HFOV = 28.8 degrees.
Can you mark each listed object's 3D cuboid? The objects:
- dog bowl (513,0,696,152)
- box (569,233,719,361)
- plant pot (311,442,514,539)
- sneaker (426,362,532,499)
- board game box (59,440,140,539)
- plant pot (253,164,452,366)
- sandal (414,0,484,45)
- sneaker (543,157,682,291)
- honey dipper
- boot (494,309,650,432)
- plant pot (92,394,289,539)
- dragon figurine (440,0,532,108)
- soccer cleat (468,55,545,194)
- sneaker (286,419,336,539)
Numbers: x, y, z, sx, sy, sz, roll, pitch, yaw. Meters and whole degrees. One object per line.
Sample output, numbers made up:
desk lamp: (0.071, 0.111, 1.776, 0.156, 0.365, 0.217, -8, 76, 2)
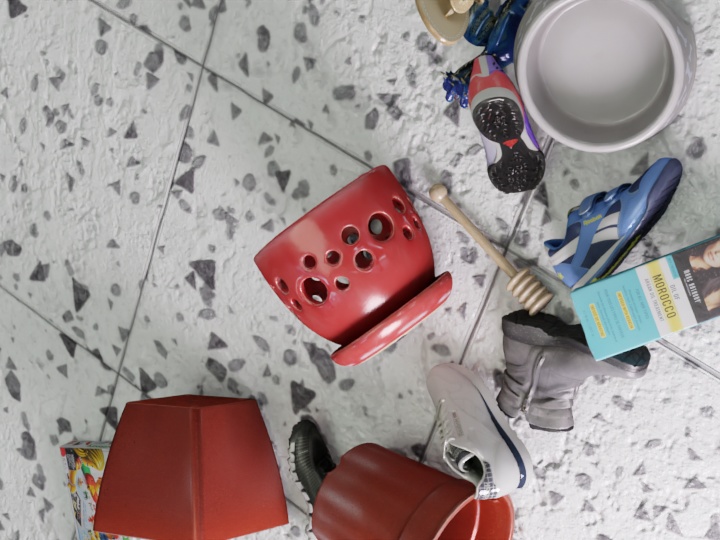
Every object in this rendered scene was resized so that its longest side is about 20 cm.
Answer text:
dog bowl: (0.256, -0.218, 1.490, 0.198, 0.059, 0.202, 6, 112, 14)
box: (0.333, 0.025, 1.503, 0.199, 0.049, 0.083, -22, 88, 15)
plant pot: (0.056, 0.321, 1.742, 0.194, 0.200, 0.202, 24, 116, 36)
sneaker: (0.126, 0.189, 1.685, 0.200, 0.080, 0.077, 52, 150, 40)
board game box: (-0.389, 0.362, 2.144, 0.125, 0.035, 0.202, -3, 101, 35)
plant pot: (0.000, 0.000, 1.685, 0.200, 0.200, 0.183, -35, 92, 36)
sandal: (0.114, -0.330, 1.513, 0.077, 0.212, 0.070, 39, 128, -19)
sneaker: (0.276, -0.059, 1.550, 0.082, 0.074, 0.200, 48, 123, 17)
honey dipper: (0.149, -0.029, 1.669, 0.200, 0.038, 0.038, 47, 124, 18)
boot: (0.248, 0.129, 1.632, 0.199, 0.069, 0.133, 17, 115, 42)
plant pot: (-0.231, 0.265, 1.925, 0.198, 0.199, 0.178, 1, 90, 34)
dragon figurine: (0.154, -0.271, 1.552, 0.059, 0.099, 0.201, 42, 126, 38)
soccer cleat: (0.162, -0.158, 1.564, 0.068, 0.200, 0.074, -13, 58, 12)
sneaker: (-0.038, 0.293, 1.868, 0.090, 0.066, 0.202, -3, 104, 32)
